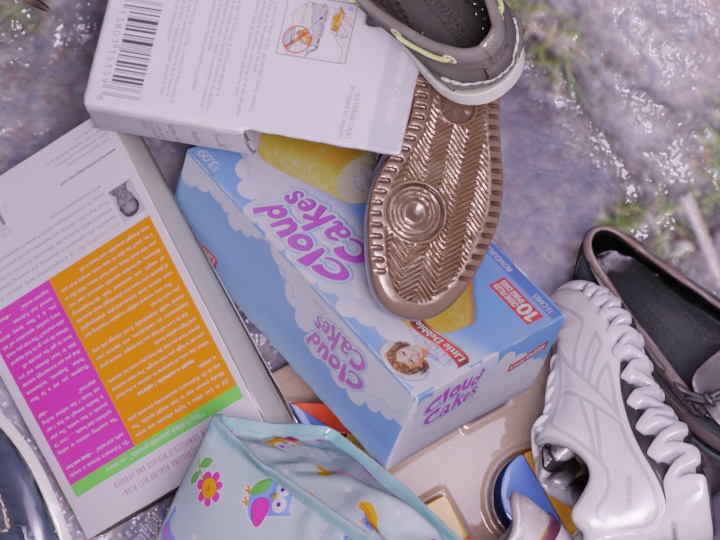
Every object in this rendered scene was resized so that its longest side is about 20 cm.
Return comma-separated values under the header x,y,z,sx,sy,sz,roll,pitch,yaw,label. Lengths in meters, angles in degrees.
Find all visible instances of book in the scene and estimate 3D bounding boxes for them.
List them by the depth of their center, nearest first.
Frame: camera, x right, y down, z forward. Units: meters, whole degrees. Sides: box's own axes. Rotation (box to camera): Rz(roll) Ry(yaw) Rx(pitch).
x,y,z,sx,sy,sz,roll,pitch,yaw,label
-0.142,0.030,1.334,0.134,0.048,0.200,-30,84,17,book

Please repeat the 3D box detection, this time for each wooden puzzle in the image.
x,y,z,sx,sy,sz,roll,pitch,yaw,label
0.049,0.108,1.376,0.200,0.046,0.185,-27,83,-15,wooden puzzle

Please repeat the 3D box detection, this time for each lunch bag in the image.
x,y,z,sx,sy,sz,roll,pitch,yaw,label
-0.019,0.192,1.229,0.200,0.122,0.171,36,106,38,lunch bag

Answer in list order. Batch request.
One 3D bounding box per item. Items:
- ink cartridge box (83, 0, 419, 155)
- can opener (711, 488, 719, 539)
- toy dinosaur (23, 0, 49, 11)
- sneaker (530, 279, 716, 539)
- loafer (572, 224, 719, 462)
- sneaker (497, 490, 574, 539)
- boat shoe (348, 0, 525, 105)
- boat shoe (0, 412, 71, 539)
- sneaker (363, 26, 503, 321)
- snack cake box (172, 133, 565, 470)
x,y,z,sx,sy,sz,roll,pitch,yaw,label
-0.042,-0.160,1.301,0.173,0.044,0.200,10,76,8,ink cartridge box
0.173,0.151,1.334,0.200,0.053,0.067,-44,52,13,can opener
-0.176,-0.189,1.333,0.086,0.200,0.136,-1,119,-29,toy dinosaur
0.127,0.078,1.327,0.081,0.075,0.200,-17,38,-3,sneaker
0.194,0.048,1.371,0.072,0.063,0.200,-42,62,-14,loafer
0.033,0.201,1.311,0.200,0.075,0.090,-36,98,2,sneaker
0.008,-0.171,1.244,0.072,0.060,0.202,-41,74,-4,boat shoe
-0.187,0.171,1.307,0.062,0.075,0.200,-21,91,-26,boat shoe
0.030,-0.062,1.315,0.070,0.108,0.200,12,75,-14,sneaker
0.000,0.000,1.333,0.115,0.067,0.200,-26,62,-36,snack cake box
